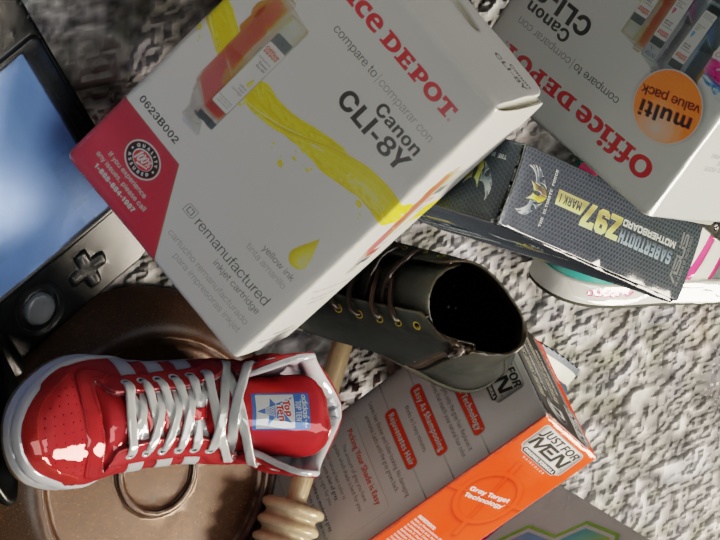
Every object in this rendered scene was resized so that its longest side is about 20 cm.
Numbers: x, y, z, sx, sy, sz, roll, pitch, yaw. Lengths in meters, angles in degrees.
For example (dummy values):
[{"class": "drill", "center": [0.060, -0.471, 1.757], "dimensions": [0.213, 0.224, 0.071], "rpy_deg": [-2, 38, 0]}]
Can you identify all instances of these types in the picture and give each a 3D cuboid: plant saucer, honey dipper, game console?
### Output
[{"class": "plant saucer", "center": [-0.121, 0.110, 1.656], "dimensions": [0.200, 0.034, 0.201], "rpy_deg": [-7, 101, -36]}, {"class": "honey dipper", "center": [-0.022, 0.081, 1.683], "dimensions": [0.038, 0.038, 0.201], "rpy_deg": [21, 83, -43]}, {"class": "game console", "center": [-0.185, -0.015, 1.520], "dimensions": [0.176, 0.116, 0.200], "rpy_deg": [-41, 131, -16]}]

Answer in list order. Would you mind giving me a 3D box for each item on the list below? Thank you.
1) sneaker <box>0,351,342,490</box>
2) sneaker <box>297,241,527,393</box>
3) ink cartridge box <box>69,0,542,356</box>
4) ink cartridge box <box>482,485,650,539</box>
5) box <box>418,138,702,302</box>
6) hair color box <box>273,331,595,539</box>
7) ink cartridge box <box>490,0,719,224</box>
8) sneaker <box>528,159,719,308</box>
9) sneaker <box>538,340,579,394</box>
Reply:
[{"class": "sneaker", "center": [-0.091, 0.078, 1.548], "dimensions": [0.200, 0.112, 0.072], "rpy_deg": [-8, 97, -55]}, {"class": "sneaker", "center": [0.000, 0.000, 1.627], "dimensions": [0.199, 0.106, 0.075], "rpy_deg": [22, 76, -3]}, {"class": "ink cartridge box", "center": [-0.029, -0.076, 1.533], "dimensions": [0.200, 0.145, 0.083], "rpy_deg": [-43, 172, 20]}, {"class": "ink cartridge box", "center": [0.136, 0.208, 1.826], "dimensions": [0.104, 0.200, 0.059], "rpy_deg": [-37, 129, -19]}, {"class": "box", "center": [0.068, -0.045, 1.649], "dimensions": [0.157, 0.200, 0.051], "rpy_deg": [23, 87, -43]}, {"class": "hair color box", "center": [0.029, 0.120, 1.719], "dimensions": [0.200, 0.102, 0.061], "rpy_deg": [-36, 134, 14]}, {"class": "ink cartridge box", "center": [0.189, -0.144, 1.608], "dimensions": [0.200, 0.145, 0.144], "rpy_deg": [-56, 156, 17]}, {"class": "sneaker", "center": [0.202, -0.048, 1.840], "dimensions": [0.199, 0.084, 0.121], "rpy_deg": [-6, 124, -35]}, {"class": "sneaker", "center": [0.053, 0.060, 1.777], "dimensions": [0.200, 0.070, 0.082], "rpy_deg": [28, 90, -41]}]
